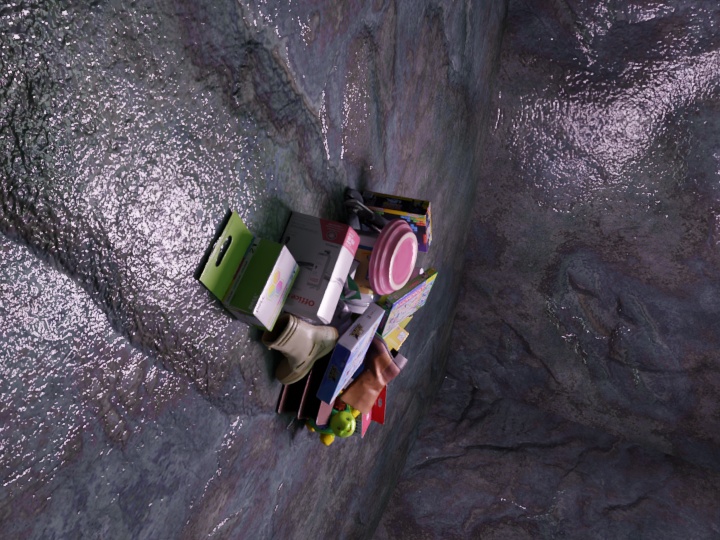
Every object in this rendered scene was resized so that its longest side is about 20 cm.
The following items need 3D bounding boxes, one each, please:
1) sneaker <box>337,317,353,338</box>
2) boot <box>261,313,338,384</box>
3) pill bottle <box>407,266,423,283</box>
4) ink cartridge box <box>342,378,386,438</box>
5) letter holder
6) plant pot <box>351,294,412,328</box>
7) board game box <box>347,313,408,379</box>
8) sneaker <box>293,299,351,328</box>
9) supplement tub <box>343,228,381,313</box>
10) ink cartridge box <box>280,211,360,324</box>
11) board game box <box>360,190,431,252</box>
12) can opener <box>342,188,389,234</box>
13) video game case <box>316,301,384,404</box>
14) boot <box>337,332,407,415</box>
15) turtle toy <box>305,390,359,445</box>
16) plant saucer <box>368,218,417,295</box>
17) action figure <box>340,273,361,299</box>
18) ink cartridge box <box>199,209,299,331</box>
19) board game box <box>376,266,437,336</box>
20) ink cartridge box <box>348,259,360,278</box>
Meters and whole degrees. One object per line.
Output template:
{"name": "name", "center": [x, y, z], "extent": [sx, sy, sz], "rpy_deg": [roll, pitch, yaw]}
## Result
{"name": "sneaker", "center": [-0.067, 0.213, 1.594], "extent": [0.087, 0.074, 0.203], "rpy_deg": [-16, 117, -54]}
{"name": "boot", "center": [-0.167, 0.178, 1.260], "extent": [0.155, 0.073, 0.200], "rpy_deg": [24, 126, -41]}
{"name": "pill bottle", "center": [0.079, 0.001, 1.637], "extent": [0.111, 0.198, 0.112], "rpy_deg": [15, 90, -71]}
{"name": "ink cartridge box", "center": [-0.015, 0.414, 1.735], "extent": [0.084, 0.174, 0.202], "rpy_deg": [-52, 151, -47]}
{"name": "letter holder", "center": [-0.122, 0.286, 1.448], "extent": [0.142, 0.099, 0.202], "rpy_deg": [34, 73, -68]}
{"name": "plant pot", "center": [0.032, 0.176, 1.718], "extent": [0.201, 0.186, 0.187], "rpy_deg": [-60, 163, 10]}
{"name": "board game box", "center": [0.022, 0.213, 1.580], "extent": [0.153, 0.040, 0.201], "rpy_deg": [40, 80, -22]}
{"name": "sneaker", "center": [-0.091, 0.106, 1.368], "extent": [0.115, 0.075, 0.200], "rpy_deg": [-41, 159, -3]}
{"name": "supplement tub", "center": [0.000, 0.000, 1.495], "extent": [0.144, 0.143, 0.203], "rpy_deg": [-17, 120, -68]}
{"name": "ink cartridge box", "center": [-0.105, -0.006, 1.189], "extent": [0.083, 0.145, 0.202], "rpy_deg": [50, 58, -66]}
{"name": "board game box", "center": [0.098, -0.138, 1.580], "extent": [0.166, 0.198, 0.057], "rpy_deg": [78, 29, -53]}
{"name": "can opener", "center": [0.030, -0.154, 1.497], "extent": [0.199, 0.053, 0.068], "rpy_deg": [30, 62, -44]}
{"name": "video game case", "center": [-0.024, 0.202, 1.366], "extent": [0.181, 0.045, 0.201], "rpy_deg": [-47, 163, -50]}
{"name": "boot", "center": [0.005, 0.270, 1.532], "extent": [0.188, 0.068, 0.200], "rpy_deg": [42, 86, -24]}
{"name": "turtle toy", "center": [-0.078, 0.402, 1.555], "extent": [0.146, 0.199, 0.102], "rpy_deg": [-43, 129, -16]}
{"name": "plant saucer", "center": [0.092, -0.030, 1.437], "extent": [0.200, 0.050, 0.203], "rpy_deg": [-39, 138, -46]}
{"name": "action figure", "center": [-0.063, -0.027, 1.319], "extent": [0.117, 0.202, 0.055], "rpy_deg": [12, 138, -40]}
{"name": "ink cartridge box", "center": [-0.200, 0.006, 1.039], "extent": [0.200, 0.075, 0.149], "rpy_deg": [68, 42, -63]}
{"name": "board game box", "center": [0.127, 0.085, 1.543], "extent": [0.199, 0.029, 0.135], "rpy_deg": [-32, 151, -39]}
{"name": "ink cartridge box", "center": [-0.083, 0.026, 1.348], "extent": [0.200, 0.098, 0.040], "rpy_deg": [-50, 157, -47]}
